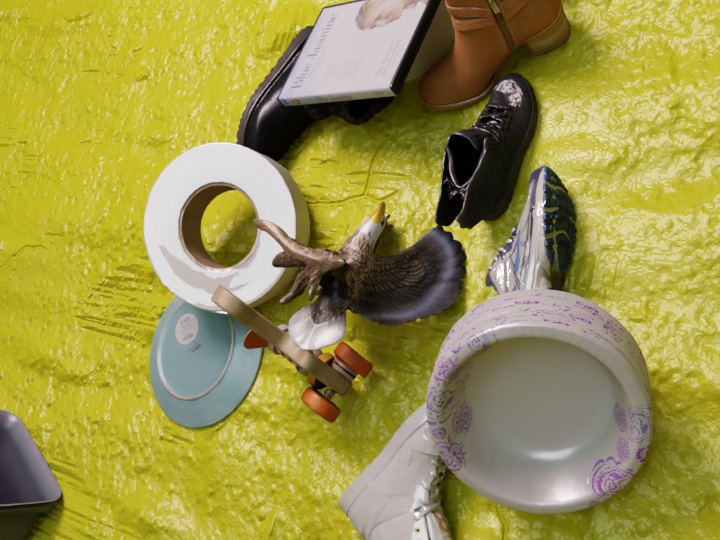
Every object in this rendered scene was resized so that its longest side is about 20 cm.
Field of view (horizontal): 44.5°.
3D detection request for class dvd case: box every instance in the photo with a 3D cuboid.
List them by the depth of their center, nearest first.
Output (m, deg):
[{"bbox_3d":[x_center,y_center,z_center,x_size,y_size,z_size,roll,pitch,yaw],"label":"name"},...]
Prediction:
[{"bbox_3d":[-0.004,-0.258,1.018,0.198,0.017,0.145,6,66,46],"label":"dvd case"}]

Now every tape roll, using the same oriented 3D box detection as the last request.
[{"bbox_3d":[-0.164,-0.051,1.088,0.198,0.071,0.207,0,90,10],"label":"tape roll"}]

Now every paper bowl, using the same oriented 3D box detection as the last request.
[{"bbox_3d":[0.164,0.111,0.806,0.196,0.105,0.205,7,118,14],"label":"paper bowl"}]

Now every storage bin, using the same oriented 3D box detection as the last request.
[{"bbox_3d":[-0.537,0.312,1.239,0.199,0.144,0.136,40,108,36],"label":"storage bin"}]

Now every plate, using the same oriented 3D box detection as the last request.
[{"bbox_3d":[-0.210,0.101,1.147,0.197,0.025,0.205,-11,70,31],"label":"plate"}]

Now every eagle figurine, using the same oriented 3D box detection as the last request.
[{"bbox_3d":[0.005,-0.005,0.943,0.150,0.198,0.154,-32,69,29],"label":"eagle figurine"}]

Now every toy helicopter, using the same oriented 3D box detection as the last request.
[{"bbox_3d":[-0.088,0.074,0.972,0.079,0.199,0.132,-52,31,-4],"label":"toy helicopter"}]

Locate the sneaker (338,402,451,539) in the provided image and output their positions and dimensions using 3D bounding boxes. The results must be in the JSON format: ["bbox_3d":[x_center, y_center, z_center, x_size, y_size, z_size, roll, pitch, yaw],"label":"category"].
[{"bbox_3d":[0.073,0.218,0.895,0.201,0.073,0.116,-53,56,19],"label":"sneaker"}]

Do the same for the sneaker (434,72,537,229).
[{"bbox_3d":[0.133,-0.132,0.940,0.059,0.104,0.204,8,80,35],"label":"sneaker"}]

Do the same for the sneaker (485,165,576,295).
[{"bbox_3d":[0.166,-0.009,0.899,0.084,0.077,0.204,-3,73,37],"label":"sneaker"}]

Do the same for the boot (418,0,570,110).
[{"bbox_3d":[0.119,-0.264,0.961,0.198,0.154,0.075,-29,61,23],"label":"boot"}]

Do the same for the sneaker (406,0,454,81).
[{"bbox_3d":[0.070,-0.324,1.071,0.098,0.070,0.203,24,83,38],"label":"sneaker"}]

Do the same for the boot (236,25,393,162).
[{"bbox_3d":[-0.056,-0.202,1.106,0.157,0.079,0.214,33,94,36],"label":"boot"}]
